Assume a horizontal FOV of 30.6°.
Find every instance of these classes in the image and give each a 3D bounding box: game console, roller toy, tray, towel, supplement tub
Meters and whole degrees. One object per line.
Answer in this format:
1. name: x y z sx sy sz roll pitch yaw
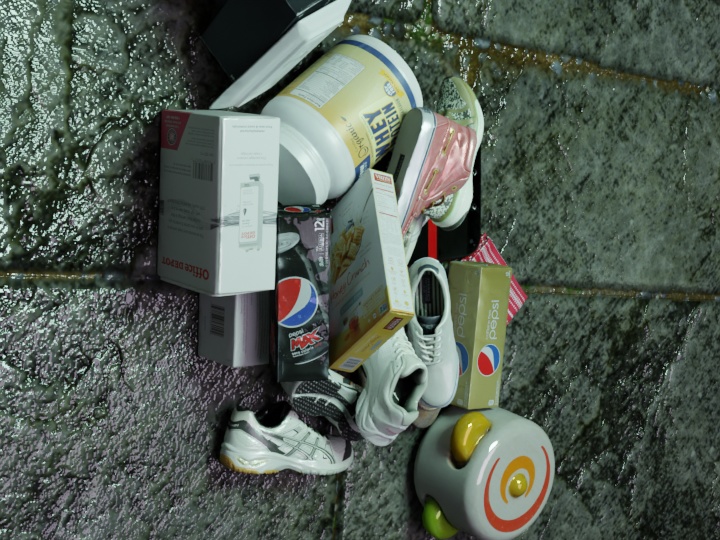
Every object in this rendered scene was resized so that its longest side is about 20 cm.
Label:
1. game console: 0.095 -0.107 1.816 0.176 0.031 0.201 -8 102 -33
2. roller toy: 0.182 0.284 1.873 0.182 0.139 0.201 -7 106 -41
3. tray: -0.088 -0.245 1.518 0.022 0.200 0.107 53 47 -3
4. towel: 0.158 0.064 1.900 0.200 0.022 0.145 -51 126 -22
5. supplement tub: -0.034 -0.178 1.614 0.200 0.144 0.145 -45 123 -25

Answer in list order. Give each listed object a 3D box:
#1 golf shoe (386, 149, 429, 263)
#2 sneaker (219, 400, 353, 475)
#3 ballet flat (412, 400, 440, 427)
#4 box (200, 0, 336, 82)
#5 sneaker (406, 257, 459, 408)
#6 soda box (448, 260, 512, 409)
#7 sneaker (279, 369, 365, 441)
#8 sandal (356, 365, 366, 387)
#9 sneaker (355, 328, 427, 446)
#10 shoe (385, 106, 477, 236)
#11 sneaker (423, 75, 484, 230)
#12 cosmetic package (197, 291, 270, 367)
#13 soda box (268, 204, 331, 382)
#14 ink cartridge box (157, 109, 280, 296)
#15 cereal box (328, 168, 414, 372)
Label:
1. golf shoe: 0.076 -0.082 1.747 0.097 0.078 0.201 13 92 -41
2. sneaker: -0.084 0.212 1.686 0.199 0.075 0.088 6 94 -41
3. ballet flat: 0.094 0.129 1.800 0.068 0.067 0.201 -11 108 -26
4. box: -0.082 -0.309 1.507 0.141 0.200 0.079 -41 95 -29
5. sneaker: 0.088 0.085 1.725 0.071 0.073 0.201 -38 121 -81
6. soda box: 0.159 0.089 1.845 0.064 0.068 0.201 0 98 -40
7. sneaker: -0.036 0.159 1.715 0.074 0.080 0.200 -48 138 3
8. sandal: 0.026 0.119 1.774 0.080 0.057 0.202 -33 117 -32
9. sneaker: 0.050 0.119 1.677 0.078 0.099 0.201 18 57 -36
10. shoe: 0.073 -0.093 1.606 0.091 0.071 0.201 15 99 -29
11. sneaker: 0.100 -0.156 1.677 0.088 0.077 0.201 13 77 -38
12. cosmetic package: -0.096 0.055 1.641 0.199 0.085 0.108 -3 100 -40
13. soda box: -0.072 0.026 1.542 0.063 0.071 0.201 -2 104 -12
14. ink cartridge box: -0.166 -0.081 1.517 0.083 0.146 0.201 -4 101 -36
15. cereal box: 0.000 0.000 1.561 0.039 0.144 0.201 12 52 -29
